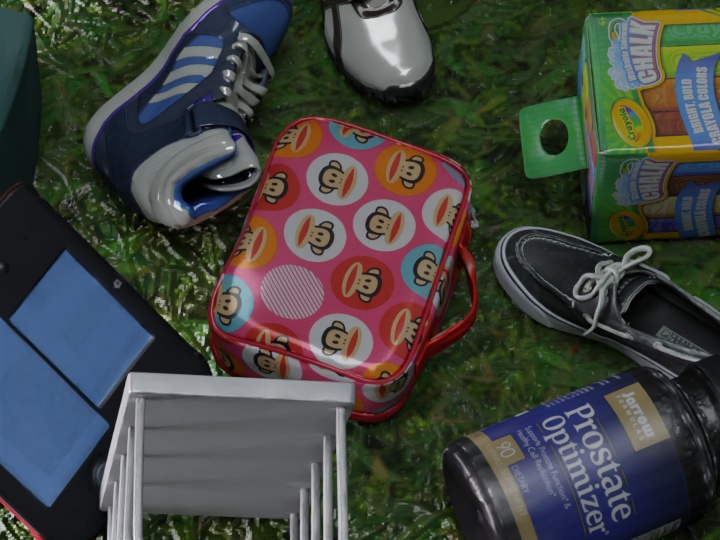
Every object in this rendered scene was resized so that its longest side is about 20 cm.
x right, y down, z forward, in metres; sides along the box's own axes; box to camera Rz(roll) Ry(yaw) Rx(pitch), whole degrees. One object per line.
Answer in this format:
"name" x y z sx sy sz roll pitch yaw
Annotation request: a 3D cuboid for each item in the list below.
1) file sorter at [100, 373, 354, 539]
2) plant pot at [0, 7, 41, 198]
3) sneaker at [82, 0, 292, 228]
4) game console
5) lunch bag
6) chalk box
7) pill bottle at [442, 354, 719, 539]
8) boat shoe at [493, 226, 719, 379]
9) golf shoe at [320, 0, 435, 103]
"file sorter" -0.088 0.163 1.582 0.138 0.200 0.125 4 64 -10
"plant pot" -0.302 -0.092 1.786 0.141 0.142 0.201 13 52 8
"sneaker" -0.092 -0.112 1.803 0.200 0.081 0.146 -43 47 -12
"game console" -0.212 0.067 1.689 0.200 0.031 0.177 47 66 -19
"lunch bag" 0.000 0.000 1.757 0.175 0.082 0.201 18 62 10
"chalk box" 0.214 -0.103 1.788 0.199 0.124 0.125 -3 60 -1
"pill bottle" 0.164 0.131 1.663 0.199 0.112 0.112 -22 62 -11
"boat shoe" 0.181 0.020 1.750 0.199 0.068 0.074 36 67 19
"golf shoe" 0.001 -0.219 1.877 0.077 0.095 0.201 -18 63 -10
